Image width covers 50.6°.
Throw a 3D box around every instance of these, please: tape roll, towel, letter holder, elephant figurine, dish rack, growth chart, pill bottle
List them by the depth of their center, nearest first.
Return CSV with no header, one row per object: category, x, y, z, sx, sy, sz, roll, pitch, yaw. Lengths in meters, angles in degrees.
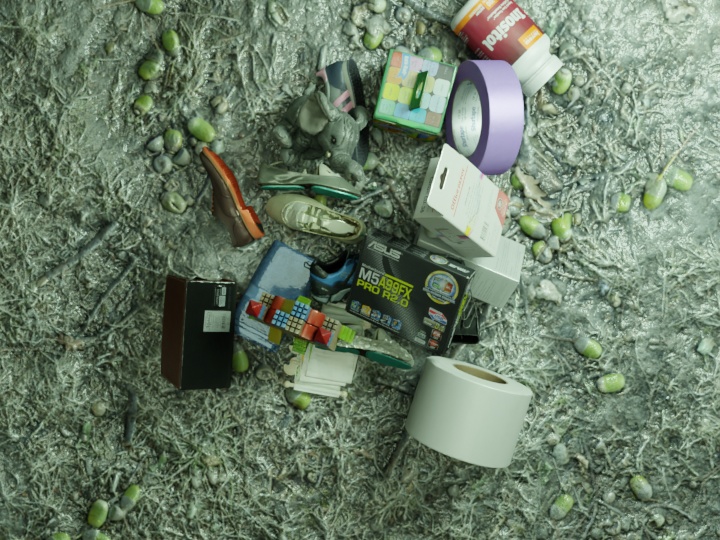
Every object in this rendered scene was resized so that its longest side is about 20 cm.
elephant figurine,-0.049,-0.245,1.335,0.141,0.200,0.156,-38,116,-34
tape roll,0.216,-0.269,1.352,0.065,0.200,0.201,-4,94,-15
dish rack,0.134,0.048,1.386,0.153,0.055,0.200,1,136,23
tape roll,0.197,0.253,1.389,0.202,0.203,0.140,18,94,0
pill bottle,0.270,-0.417,1.391,0.200,0.113,0.113,45,93,-2
letter holder,-0.312,0.112,1.448,0.100,0.142,0.201,3,93,-31
towel,-0.163,0.049,1.458,0.111,0.049,0.200,29,94,-1
growth chart,-0.064,0.150,1.478,0.144,0.018,0.201,18,94,0

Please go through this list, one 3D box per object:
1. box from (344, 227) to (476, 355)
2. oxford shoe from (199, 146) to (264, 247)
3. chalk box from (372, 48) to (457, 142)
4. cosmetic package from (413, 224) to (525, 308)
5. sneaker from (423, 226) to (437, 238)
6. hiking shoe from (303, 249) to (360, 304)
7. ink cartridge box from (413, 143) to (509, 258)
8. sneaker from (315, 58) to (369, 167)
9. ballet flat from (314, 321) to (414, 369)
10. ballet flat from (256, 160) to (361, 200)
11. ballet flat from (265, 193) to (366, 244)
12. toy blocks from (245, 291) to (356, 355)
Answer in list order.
box,0.084,0.037,1.334,0.199,0.044,0.161,24,118,16
oxford shoe,-0.260,-0.137,1.438,0.072,0.071,0.200,-28,93,7
chalk box,0.093,-0.310,1.356,0.123,0.200,0.125,15,93,0
cosmetic package,0.194,-0.026,1.408,0.199,0.113,0.081,23,133,2
sneaker,0.176,-0.123,1.380,0.111,0.200,0.077,12,127,-2
hiking shoe,0.000,0.000,1.418,0.199,0.074,0.087,-17,122,-10
ink cartridge box,0.161,-0.114,1.275,0.200,0.067,0.117,33,67,-41
sneaker,-0.034,-0.290,1.436,0.082,0.070,0.201,-5,94,23
ballet flat,0.009,0.133,1.436,0.199,0.072,0.072,13,94,0
ballet flat,-0.095,-0.176,1.435,0.199,0.067,0.064,7,85,0
ballet flat,-0.085,-0.098,1.438,0.199,0.069,0.070,15,94,0
toy blocks,-0.115,0.088,1.352,0.199,0.137,0.100,21,81,9
